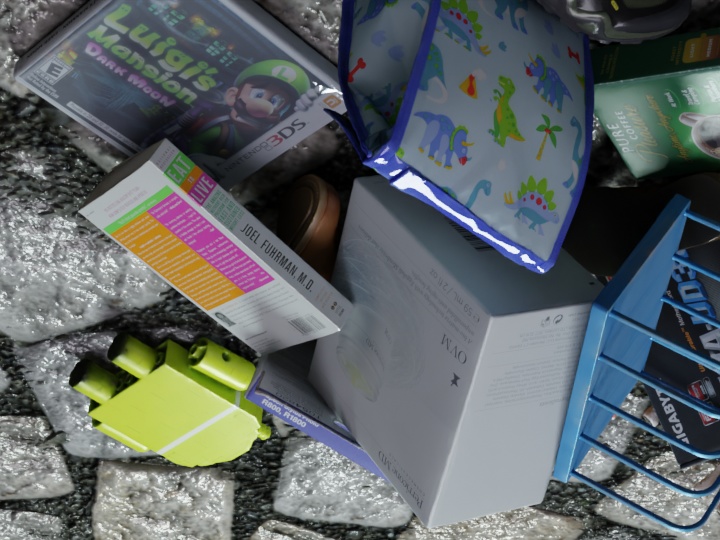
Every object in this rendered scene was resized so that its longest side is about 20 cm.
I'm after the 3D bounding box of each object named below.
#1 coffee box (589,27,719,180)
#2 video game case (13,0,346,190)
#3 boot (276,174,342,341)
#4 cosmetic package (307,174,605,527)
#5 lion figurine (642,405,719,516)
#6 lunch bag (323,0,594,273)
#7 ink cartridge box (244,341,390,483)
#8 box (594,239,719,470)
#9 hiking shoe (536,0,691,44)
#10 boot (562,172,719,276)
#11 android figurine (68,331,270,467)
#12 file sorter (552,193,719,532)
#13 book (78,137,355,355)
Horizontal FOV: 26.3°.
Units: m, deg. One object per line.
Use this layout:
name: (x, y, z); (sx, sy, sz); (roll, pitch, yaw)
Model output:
coffee box: (0.273, -0.127, 1.131); (0.199, 0.044, 0.123); (-6, 145, 34)
video game case: (-0.132, -0.144, 1.179); (0.181, 0.023, 0.200); (-30, 131, 32)
boot: (0.000, 0.000, 1.308); (0.154, 0.077, 0.200); (9, 137, -12)
cosmetic package: (0.070, 0.056, 1.214); (0.122, 0.199, 0.201); (-8, 126, -31)
lion figurine: (0.363, 0.159, 1.490); (0.122, 0.072, 0.200); (-40, 126, -4)
lunch bag: (0.072, -0.112, 1.071); (0.170, 0.201, 0.127); (30, 134, -31)
ink cartridge box: (-0.003, 0.130, 1.337); (0.199, 0.200, 0.041); (31, 106, -4)
box: (0.297, 0.042, 1.268); (0.159, 0.201, 0.046); (-27, 171, 31)
hiking shoe: (0.152, -0.223, 1.033); (0.199, 0.076, 0.101); (20, 140, -20)
boot: (0.238, -0.040, 1.238); (0.075, 0.074, 0.200); (-15, -177, -39)
android figurine: (-0.177, 0.129, 1.497); (0.200, 0.041, 0.182); (32, 132, -31)
file sorter: (0.240, 0.077, 1.153); (0.122, 0.139, 0.201); (28, 140, 21)
book: (-0.114, -0.013, 1.228); (0.200, 0.048, 0.133); (43, 152, -17)
